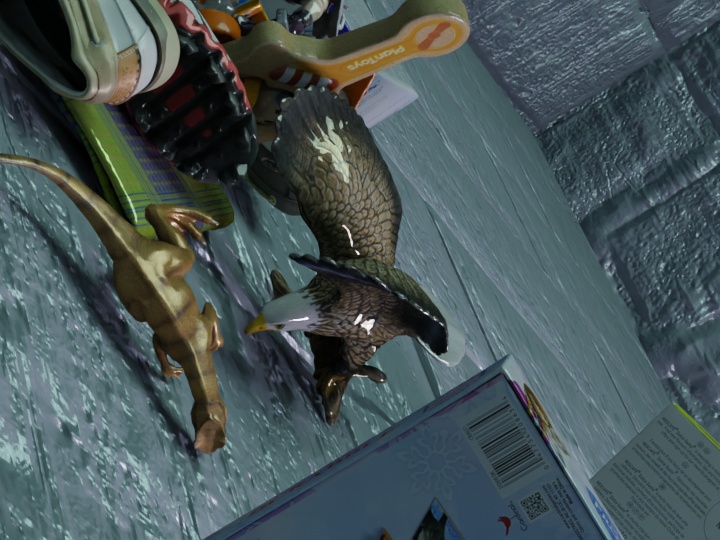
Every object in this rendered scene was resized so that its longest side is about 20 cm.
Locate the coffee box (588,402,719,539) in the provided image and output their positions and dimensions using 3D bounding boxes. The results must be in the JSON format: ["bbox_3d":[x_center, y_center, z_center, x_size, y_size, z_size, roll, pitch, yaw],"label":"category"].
[{"bbox_3d":[0.249,0.257,1.375,0.200,0.198,0.200,47,1,40],"label":"coffee box"}]

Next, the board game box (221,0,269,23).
[{"bbox_3d":[-0.116,-0.258,1.371,0.200,0.026,0.200,-114,179,-74],"label":"board game box"}]

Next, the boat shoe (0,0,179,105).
[{"bbox_3d":[-0.185,-0.170,1.029,0.200,0.075,0.068,44,36,11],"label":"boat shoe"}]

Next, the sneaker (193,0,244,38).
[{"bbox_3d":[-0.153,-0.186,1.265,0.200,0.078,0.077,48,-17,-23],"label":"sneaker"}]

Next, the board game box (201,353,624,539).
[{"bbox_3d":[0.023,0.168,0.722,0.200,0.199,0.041,59,10,0],"label":"board game box"}]

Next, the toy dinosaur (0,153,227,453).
[{"bbox_3d":[-0.110,-0.004,0.964,0.200,0.060,0.106,56,13,-13],"label":"toy dinosaur"}]

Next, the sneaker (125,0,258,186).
[{"bbox_3d":[-0.123,-0.143,1.134,0.201,0.071,0.098,54,14,-15],"label":"sneaker"}]

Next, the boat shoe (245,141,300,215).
[{"bbox_3d":[-0.072,-0.106,1.410,0.202,0.072,0.060,-126,-141,-57],"label":"boat shoe"}]

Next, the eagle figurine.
[{"bbox_3d":[-0.005,0.004,1.188,0.151,0.200,0.151,29,50,11],"label":"eagle figurine"}]

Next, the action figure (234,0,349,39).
[{"bbox_3d":[-0.071,-0.213,1.244,0.200,0.069,0.131,18,55,-46],"label":"action figure"}]

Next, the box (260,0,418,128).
[{"bbox_3d":[-0.052,-0.212,1.668,0.184,0.105,0.200,60,10,8],"label":"box"}]

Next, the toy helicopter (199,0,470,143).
[{"bbox_3d":[-0.019,-0.123,1.211,0.132,0.199,0.079,41,37,-51],"label":"toy helicopter"}]

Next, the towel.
[{"bbox_3d":[-0.138,-0.082,1.149,0.144,0.023,0.200,60,11,1],"label":"towel"}]
